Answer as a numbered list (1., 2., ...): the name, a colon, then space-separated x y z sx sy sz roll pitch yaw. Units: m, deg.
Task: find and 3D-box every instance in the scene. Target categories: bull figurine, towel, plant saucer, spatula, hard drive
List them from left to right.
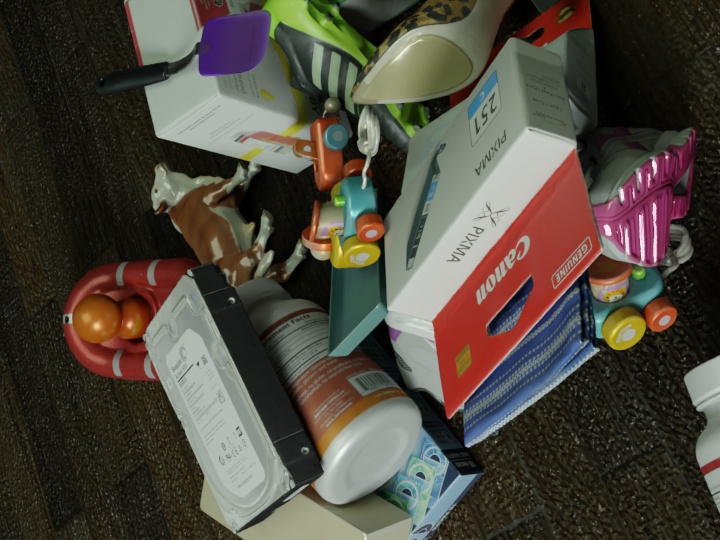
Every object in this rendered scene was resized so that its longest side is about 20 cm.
1. spatula: -0.158 -0.176 0.956 0.199 0.020 0.057 -10 67 37
2. bull figurine: -0.140 -0.048 1.156 0.121 0.065 0.201 -42 66 22
3. hard drive: -0.115 0.111 0.956 0.140 0.038 0.201 -44 68 51
4. plant saucer: 0.000 0.000 1.000 0.070 0.019 0.201 -47 20 25
5. towel: 0.103 0.001 0.772 0.145 0.024 0.201 -49 32 46

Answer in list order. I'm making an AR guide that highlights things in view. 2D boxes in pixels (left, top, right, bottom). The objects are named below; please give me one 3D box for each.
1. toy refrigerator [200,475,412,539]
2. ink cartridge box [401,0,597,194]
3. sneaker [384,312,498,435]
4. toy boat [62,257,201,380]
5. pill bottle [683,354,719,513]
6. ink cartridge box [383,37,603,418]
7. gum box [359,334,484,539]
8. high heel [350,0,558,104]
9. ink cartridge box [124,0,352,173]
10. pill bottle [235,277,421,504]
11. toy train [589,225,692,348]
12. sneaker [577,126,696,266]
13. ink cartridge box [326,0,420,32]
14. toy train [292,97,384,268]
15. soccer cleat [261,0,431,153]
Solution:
1. toy refrigerator: -0.051 0.217 1.009 0.199 0.070 0.077 23 109 38
2. ink cartridge box: 0.113 -0.150 0.911 0.160 0.047 0.201 -32 33 34
3. sneaker: 0.120 0.075 0.948 0.198 0.078 0.141 0 106 26
4. toy boat: -0.251 0.051 1.194 0.199 0.130 0.132 -3 84 38
5. pill bottle: 0.300 0.150 0.765 0.112 0.112 0.202 -31 68 32
6. ink cartridge box: 0.080 -0.027 0.768 0.200 0.044 0.177 125 152 -43
7. gum box: -0.004 0.174 1.045 0.200 0.044 0.170 49 115 29
8. high heel: 0.072 -0.219 0.965 0.199 0.072 0.143 -30 33 11
9. ink cartridge box: -0.111 -0.188 1.062 0.083 0.199 0.146 -28 70 30
10. pill bottle: -0.047 0.099 0.988 0.200 0.112 0.113 44 112 33
11. toy train: 0.146 -0.011 0.858 0.198 0.056 0.151 3 50 24
12. sneaker: 0.185 -0.058 0.813 0.087 0.200 0.082 8 107 23
13. ink cartridge box: 0.015 -0.352 1.047 0.146 0.083 0.202 -27 70 34
14. toy train: -0.027 -0.074 0.941 0.200 0.055 0.152 -162 67 -79
15. soccer cleat: -0.013 -0.176 1.027 0.200 0.068 0.081 46 127 -10
